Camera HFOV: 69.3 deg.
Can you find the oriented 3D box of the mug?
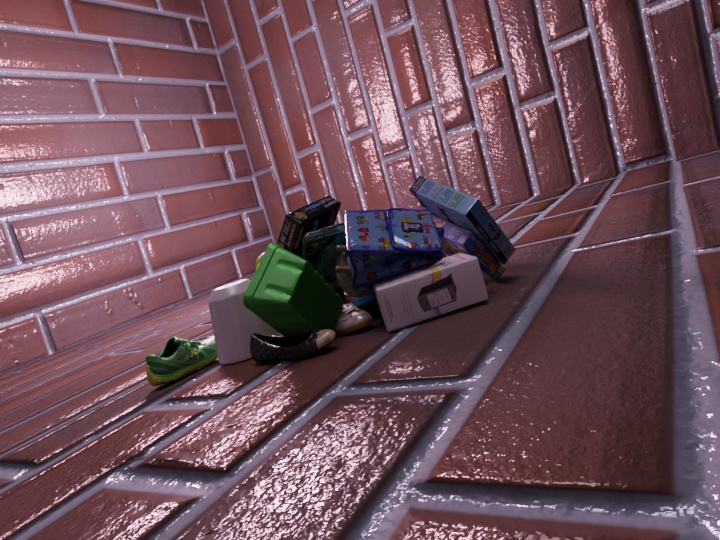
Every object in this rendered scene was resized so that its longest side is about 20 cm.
[{"bbox_3d":[-0.273,0.106,1.164,0.147,0.157,0.185,-21,8,-29],"label":"mug"}]

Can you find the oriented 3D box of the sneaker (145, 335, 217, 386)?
[{"bbox_3d":[-0.380,0.180,1.141,0.073,0.086,0.199,-12,8,34],"label":"sneaker"}]

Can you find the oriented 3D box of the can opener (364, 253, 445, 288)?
[{"bbox_3d":[0.091,-0.005,1.109,0.195,0.067,0.053,-6,48,-12],"label":"can opener"}]

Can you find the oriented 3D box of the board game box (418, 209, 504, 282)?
[{"bbox_3d":[0.207,-0.057,1.128,0.035,0.135,0.200,-50,34,-1],"label":"board game box"}]

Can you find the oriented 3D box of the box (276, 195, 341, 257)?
[{"bbox_3d":[-0.137,-0.065,1.258,0.049,0.203,0.198,29,29,13],"label":"box"}]

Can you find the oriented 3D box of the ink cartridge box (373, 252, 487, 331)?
[{"bbox_3d":[0.128,0.037,1.008,0.195,0.088,0.148,-19,6,0],"label":"ink cartridge box"}]

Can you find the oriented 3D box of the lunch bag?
[{"bbox_3d":[0.071,-0.056,1.031,0.194,0.096,0.152,-8,35,1],"label":"lunch bag"}]

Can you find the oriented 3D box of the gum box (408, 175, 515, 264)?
[{"bbox_3d":[0.211,-0.109,1.095,0.045,0.169,0.199,-50,36,-2],"label":"gum box"}]

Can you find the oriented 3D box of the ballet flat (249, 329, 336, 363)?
[{"bbox_3d":[-0.135,0.136,0.988,0.196,0.058,0.066,-14,8,27],"label":"ballet flat"}]

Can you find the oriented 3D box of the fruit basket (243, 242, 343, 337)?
[{"bbox_3d":[-0.155,0.040,1.044,0.213,0.214,0.158,-7,53,53],"label":"fruit basket"}]

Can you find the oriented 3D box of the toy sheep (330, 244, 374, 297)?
[{"bbox_3d":[0.000,0.000,1.196,0.135,0.141,0.200,-18,-15,-16],"label":"toy sheep"}]

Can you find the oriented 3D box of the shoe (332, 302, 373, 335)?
[{"bbox_3d":[-0.047,0.098,1.086,0.069,0.055,0.198,-22,8,-38],"label":"shoe"}]

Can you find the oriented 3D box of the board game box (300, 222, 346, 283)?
[{"bbox_3d":[-0.075,-0.033,1.239,0.132,0.029,0.202,-17,-30,-15],"label":"board game box"}]

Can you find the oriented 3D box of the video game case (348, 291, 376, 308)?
[{"bbox_3d":[0.053,0.055,1.179,0.196,0.018,0.143,-20,-9,-25],"label":"video game case"}]

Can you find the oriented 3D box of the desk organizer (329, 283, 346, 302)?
[{"bbox_3d":[-0.091,0.077,1.296,0.075,0.074,0.200,-13,7,8],"label":"desk organizer"}]
